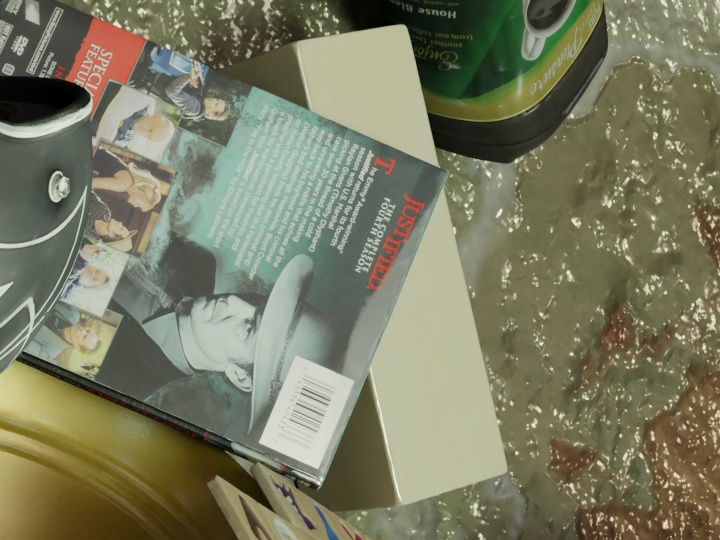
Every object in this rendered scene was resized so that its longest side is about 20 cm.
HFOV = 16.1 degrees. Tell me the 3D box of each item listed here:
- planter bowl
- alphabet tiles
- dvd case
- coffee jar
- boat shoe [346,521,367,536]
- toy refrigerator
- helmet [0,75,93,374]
[{"bbox_3d":[-0.131,0.105,0.973,0.200,0.200,0.084,14,110,-33],"label":"planter bowl"},{"bbox_3d":[0.010,0.146,0.980,0.168,0.008,0.200,57,9,33],"label":"alphabet tiles"},{"bbox_3d":[-0.081,-0.015,1.035,0.199,0.022,0.147,22,73,-1],"label":"dvd case"},{"bbox_3d":[0.048,-0.146,1.124,0.104,0.085,0.201,-54,143,-30],"label":"coffee jar"},{"bbox_3d":[0.016,0.201,1.095,0.070,0.070,0.200,-24,76,-50],"label":"boat shoe"},{"bbox_3d":[0.000,0.000,1.116,0.070,0.076,0.201,-14,90,-36],"label":"toy refrigerator"},{"bbox_3d":[-0.193,-0.028,0.852,0.191,0.199,0.200,53,57,-24],"label":"helmet"}]
